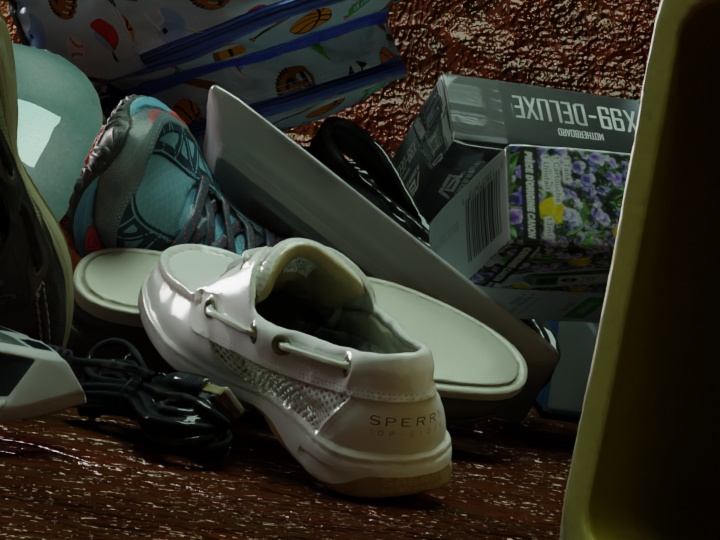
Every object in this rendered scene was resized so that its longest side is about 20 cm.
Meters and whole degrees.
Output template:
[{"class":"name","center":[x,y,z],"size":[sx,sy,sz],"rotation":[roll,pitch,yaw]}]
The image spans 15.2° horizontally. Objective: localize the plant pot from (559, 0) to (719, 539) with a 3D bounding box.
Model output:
[{"class":"plant pot","center":[0.201,0.028,0.889],"size":[0.195,0.194,0.200],"rotation":[9,-5,23]}]

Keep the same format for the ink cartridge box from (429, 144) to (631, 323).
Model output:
[{"class":"ink cartridge box","center":[0.142,-0.011,1.246],"size":[0.200,0.050,0.109],"rotation":[4,-19,-17]}]

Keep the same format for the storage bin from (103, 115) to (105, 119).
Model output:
[{"class":"storage bin","center":[-0.144,-0.077,1.529],"size":[0.094,0.200,0.199],"rotation":[7,4,-6]}]

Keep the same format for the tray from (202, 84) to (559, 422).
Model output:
[{"class":"tray","center":[0.000,0.000,1.244],"size":[0.200,0.022,0.107],"rotation":[38,-18,8]}]

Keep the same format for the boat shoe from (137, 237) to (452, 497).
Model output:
[{"class":"boat shoe","center":[-0.024,0.019,1.049],"size":[0.071,0.069,0.200],"rotation":[-9,24,-31]}]

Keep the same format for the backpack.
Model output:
[{"class":"backpack","center":[-0.059,-0.139,1.327],"size":[0.200,0.154,0.190],"rotation":[-30,3,-42]}]

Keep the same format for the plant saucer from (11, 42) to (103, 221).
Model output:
[{"class":"plant saucer","center":[-0.216,-0.050,1.217],"size":[0.201,0.039,0.201],"rotation":[-14,40,12]}]

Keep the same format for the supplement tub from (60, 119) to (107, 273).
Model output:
[{"class":"supplement tub","center":[-0.191,-0.029,1.309],"size":[0.200,0.123,0.123],"rotation":[11,5,35]}]

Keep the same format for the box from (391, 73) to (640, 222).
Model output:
[{"class":"box","center":[0.085,-0.023,1.491],"size":[0.158,0.050,0.200],"rotation":[7,-36,-20]}]

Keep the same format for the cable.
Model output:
[{"class":"cable","center":[0.018,-0.008,1.336],"size":[0.200,0.050,0.097],"rotation":[37,39,8]}]

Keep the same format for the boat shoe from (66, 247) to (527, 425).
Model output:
[{"class":"boat shoe","center":[-0.030,0.038,1.158],"size":[0.200,0.057,0.067],"rotation":[12,38,0]}]

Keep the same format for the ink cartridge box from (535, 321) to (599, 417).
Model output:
[{"class":"ink cartridge box","center":[0.148,0.038,1.422],"size":[0.116,0.068,0.200],"rotation":[8,4,-1]}]

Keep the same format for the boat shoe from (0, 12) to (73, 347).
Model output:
[{"class":"boat shoe","center":[-0.159,-0.018,1.042],"size":[0.073,0.200,0.065],"rotation":[-1,42,11]}]

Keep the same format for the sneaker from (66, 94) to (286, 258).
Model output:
[{"class":"sneaker","center":[-0.061,-0.011,1.219],"size":[0.095,0.079,0.200],"rotation":[18,-20,24]}]

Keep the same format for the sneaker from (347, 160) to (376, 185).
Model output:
[{"class":"sneaker","center":[-0.068,0.012,1.384],"size":[0.200,0.091,0.076],"rotation":[-12,47,-14]}]

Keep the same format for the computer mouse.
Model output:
[{"class":"computer mouse","center":[-0.144,0.042,0.994],"size":[0.200,0.044,0.110],"rotation":[12,5,-38]}]
